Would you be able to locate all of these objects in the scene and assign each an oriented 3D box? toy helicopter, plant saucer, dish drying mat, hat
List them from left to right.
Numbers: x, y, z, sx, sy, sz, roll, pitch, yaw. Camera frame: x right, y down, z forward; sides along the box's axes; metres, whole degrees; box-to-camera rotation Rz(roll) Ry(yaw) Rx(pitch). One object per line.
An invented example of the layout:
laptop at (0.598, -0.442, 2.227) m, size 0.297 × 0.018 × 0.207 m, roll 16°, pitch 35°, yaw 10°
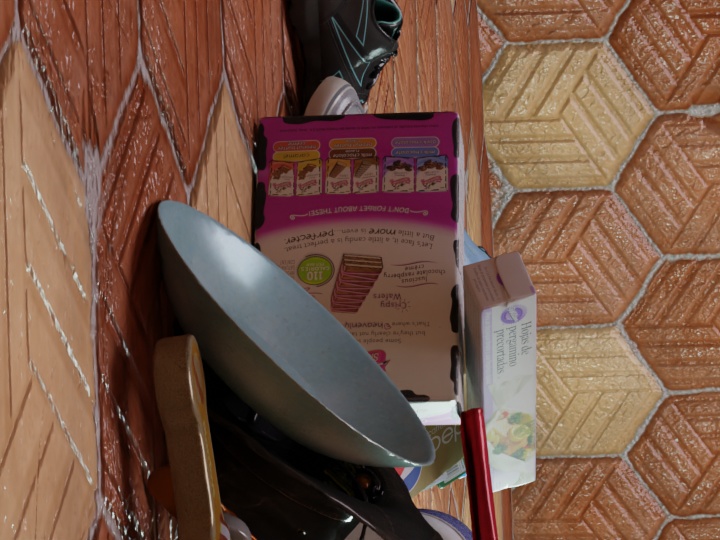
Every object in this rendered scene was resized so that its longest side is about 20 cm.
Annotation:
toy helicopter at (-0.076, 0.127, 1.295) m, size 0.132 × 0.079 × 0.201 m, roll -68°, pitch 152°, yaw -75°
hat at (-0.052, 0.113, 1.417) m, size 0.081 × 0.201 × 0.201 m, roll -48°, pitch 180°, yaw 10°
plant saucer at (-0.045, 0.045, 1.379) m, size 0.201 × 0.039 × 0.201 m, roll 41°, pitch 10°, yaw -9°
dish drying mat at (0.080, 0.188, 1.639) m, size 0.077 × 0.018 × 0.201 m, roll 57°, pitch 26°, yaw -85°

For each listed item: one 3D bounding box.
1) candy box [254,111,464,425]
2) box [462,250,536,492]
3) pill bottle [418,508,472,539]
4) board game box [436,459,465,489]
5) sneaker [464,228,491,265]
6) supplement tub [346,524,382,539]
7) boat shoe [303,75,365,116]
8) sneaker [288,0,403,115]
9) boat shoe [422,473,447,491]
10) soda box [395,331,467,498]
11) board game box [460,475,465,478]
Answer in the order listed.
candy box at (0.000, 0.000, 1.698) m, size 0.061 × 0.136 × 0.201 m, roll 70°, pitch 20°, yaw -69°
box at (0.092, 0.070, 1.692) m, size 0.200 × 0.039 × 0.042 m, roll 85°, pitch -14°, yaw -48°
pill bottle at (0.046, 0.251, 2.101) m, size 0.200 × 0.115 × 0.116 m, roll 23°, pitch 65°, yaw -82°
board game box at (0.017, 0.056, 1.920) m, size 0.135 × 0.029 × 0.200 m, roll 50°, pitch -15°, yaw 40°
sneaker at (0.081, 0.024, 1.928) m, size 0.090 × 0.078 × 0.200 m, roll -50°, pitch 127°, yaw -41°
supplement tub at (0.007, 0.268, 1.650) m, size 0.145 × 0.144 × 0.200 m, roll -83°, pitch 169°, yaw -50°
boat shoe at (0.002, -0.062, 1.924) m, size 0.070 × 0.071 × 0.201 m, roll -54°, pitch 153°, yaw -31°
sneaker at (-0.007, -0.158, 1.926) m, size 0.200 × 0.079 × 0.076 m, roll 83°, pitch 7°, yaw -50°
boat shoe at (0.005, 0.124, 1.871) m, size 0.091 × 0.071 × 0.200 m, roll 65°, pitch -9°, yaw -1°
soda box at (0.020, 0.109, 1.752) m, size 0.200 × 0.068 × 0.064 m, roll -33°, pitch 127°, yaw -45°
board game box at (0.054, 0.044, 2.139) m, size 0.200 × 0.056 × 0.196 m, roll 76°, pitch -12°, yaw -62°
